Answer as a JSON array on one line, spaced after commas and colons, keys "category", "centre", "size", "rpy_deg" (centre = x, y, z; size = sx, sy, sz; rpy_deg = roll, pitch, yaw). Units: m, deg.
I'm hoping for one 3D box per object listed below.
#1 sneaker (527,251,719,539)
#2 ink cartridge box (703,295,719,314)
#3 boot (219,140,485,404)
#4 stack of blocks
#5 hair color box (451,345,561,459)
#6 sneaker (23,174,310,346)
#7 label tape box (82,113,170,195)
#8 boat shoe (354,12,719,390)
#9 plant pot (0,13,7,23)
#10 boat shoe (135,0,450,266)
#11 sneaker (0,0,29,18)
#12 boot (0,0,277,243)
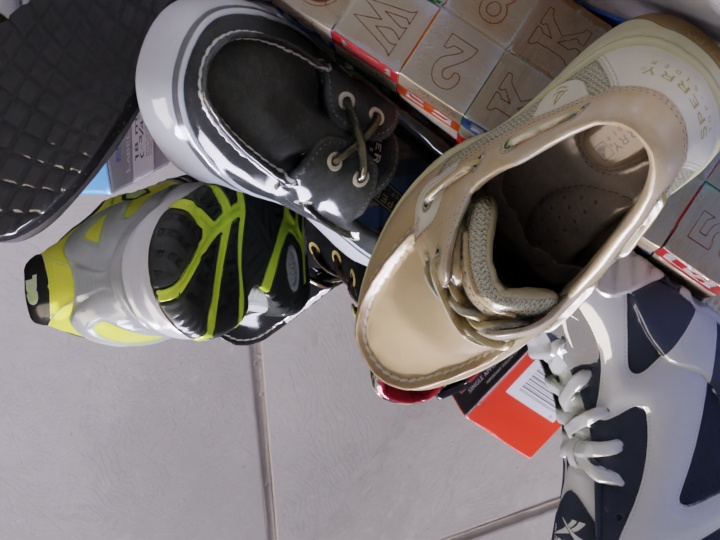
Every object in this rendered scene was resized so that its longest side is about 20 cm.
[{"category": "sneaker", "centre": [0.091, 0.065, 0.773], "size": [0.198, 0.130, 0.079], "rpy_deg": [34, 178, -15]}, {"category": "ink cartridge box", "centre": [0.206, 0.041, 1.003], "size": [0.199, 0.043, 0.196], "rpy_deg": [35, -171, 1]}, {"category": "boot", "centre": [0.000, 0.000, 0.926], "size": [0.073, 0.200, 0.151], "rpy_deg": [27, -150, -38]}, {"category": "stack of blocks", "centre": [0.065, -0.068, 0.760], "size": [0.199, 0.059, 0.115], "rpy_deg": [34, 179, 3]}, {"category": "hair color box", "centre": [0.073, 0.001, 1.123], "size": [0.061, 0.102, 0.200], "rpy_deg": [34, -165, -35]}, {"category": "sneaker", "centre": [-0.072, -0.012, 0.817], "size": [0.076, 0.076, 0.200], "rpy_deg": [-5, -179, 16]}, {"category": "label tape box", "centre": [-0.182, -0.071, 0.962], "size": [0.143, 0.064, 0.200], "rpy_deg": [1, -170, 8]}, {"category": "boat shoe", "centre": [0.049, -0.009, 0.682], "size": [0.072, 0.065, 0.200], "rpy_deg": [45, 136, -2]}, {"category": "plant pot", "centre": [-0.196, -0.185, 0.976], "size": [0.199, 0.189, 0.187], "rpy_deg": [17, -173, -27]}, {"category": "boat shoe", "centre": [-0.008, -0.048, 0.760], "size": [0.056, 0.069, 0.200], "rpy_deg": [13, 170, 35]}, {"category": "sneaker", "centre": [-0.091, -0.137, 0.938], "size": [0.198, 0.078, 0.082], "rpy_deg": [13, -162, -17]}, {"category": "boot", "centre": [-0.077, -0.081, 0.790], "size": [0.070, 0.201, 0.132], "rpy_deg": [33, 175, 24]}]
